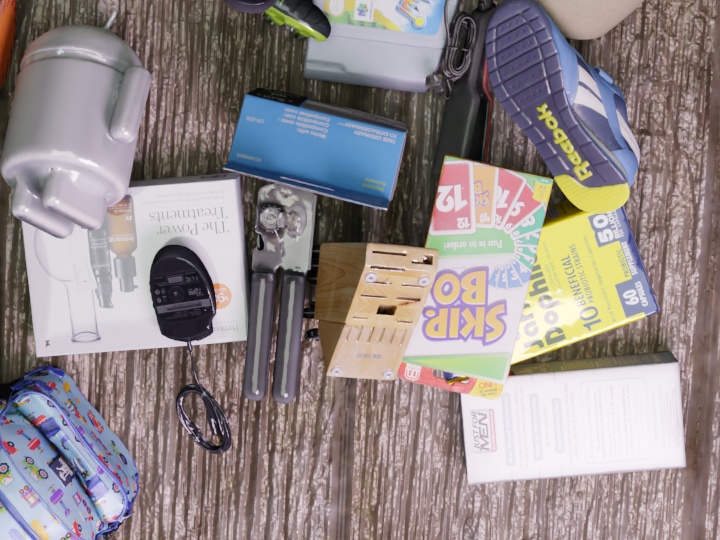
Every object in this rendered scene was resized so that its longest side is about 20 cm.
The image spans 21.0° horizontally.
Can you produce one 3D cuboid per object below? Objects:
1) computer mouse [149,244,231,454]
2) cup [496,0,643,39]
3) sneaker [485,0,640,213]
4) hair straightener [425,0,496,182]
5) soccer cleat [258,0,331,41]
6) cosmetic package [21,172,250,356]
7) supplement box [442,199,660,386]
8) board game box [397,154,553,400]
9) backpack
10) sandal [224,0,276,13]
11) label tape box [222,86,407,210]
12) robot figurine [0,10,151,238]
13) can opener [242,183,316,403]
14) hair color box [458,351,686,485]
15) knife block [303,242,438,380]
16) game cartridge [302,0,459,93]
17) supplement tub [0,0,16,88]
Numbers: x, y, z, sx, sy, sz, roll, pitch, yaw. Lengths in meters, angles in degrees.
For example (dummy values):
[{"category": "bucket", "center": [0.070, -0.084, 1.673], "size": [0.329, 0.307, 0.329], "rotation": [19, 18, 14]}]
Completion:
[{"category": "computer mouse", "center": [-0.148, 0.070, 1.748], "size": [0.059, 0.034, 0.200], "rotation": [-6, 107, 11]}, {"category": "cup", "center": [0.185, -0.283, 1.663], "size": [0.200, 0.200, 0.143], "rotation": [16, 118, 0]}, {"category": "sneaker", "center": [0.175, -0.148, 1.654], "size": [0.074, 0.082, 0.200], "rotation": [-18, 108, 39]}, {"category": "hair straightener", "center": [0.094, -0.173, 1.724], "size": [0.041, 0.077, 0.200], "rotation": [17, 101, 34]}, {"category": "soccer cleat", "center": [-0.095, -0.280, 1.710], "size": [0.200, 0.068, 0.081], "rotation": [40, 92, 10]}, {"category": "cosmetic package", "center": [-0.203, -0.005, 1.774], "size": [0.200, 0.052, 0.151], "rotation": [-5, 101, 3]}, {"category": "supplement box", "center": [0.152, 0.012, 1.733], "size": [0.200, 0.110, 0.109], "rotation": [-20, 97, 5]}, {"category": "board game box", "center": [0.097, 0.008, 1.667], "size": [0.095, 0.030, 0.200], "rotation": [13, 99, 2]}, {"category": "backpack", "center": [-0.294, 0.192, 1.729], "size": [0.134, 0.200, 0.183], "rotation": [-35, 95, 6]}, {"category": "sandal", "center": [-0.066, -0.316, 1.673], "size": [0.076, 0.043, 0.200], "rotation": [15, 71, 4]}, {"category": "label tape box", "center": [-0.034, -0.109, 1.676], "size": [0.144, 0.200, 0.063], "rotation": [14, 98, 0]}, {"category": "robot figurine", "center": [-0.251, -0.131, 1.706], "size": [0.169, 0.113, 0.200], "rotation": [-10, 62, 36]}, {"category": "can opener", "center": [-0.072, 0.018, 1.753], "size": [0.053, 0.067, 0.200], "rotation": [5, 90, 3]}, {"category": "hair color box", "center": [0.192, 0.135, 1.774], "size": [0.200, 0.061, 0.099], "rotation": [-5, 98, 2]}, {"category": "knife block", "center": [0.000, 0.000, 1.692], "size": [0.064, 0.176, 0.200], "rotation": [4, 134, -16]}, {"category": "game cartridge", "center": [0.025, -0.263, 1.736], "size": [0.133, 0.040, 0.200], "rotation": [6, 98, -2]}, {"category": "supplement tub", "center": [-0.413, -0.218, 1.714], "size": [0.200, 0.123, 0.123], "rotation": [11, 98, 1]}]
